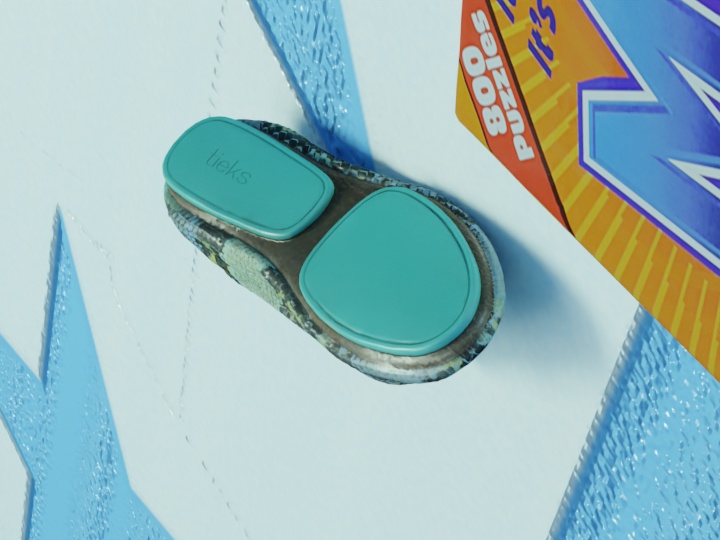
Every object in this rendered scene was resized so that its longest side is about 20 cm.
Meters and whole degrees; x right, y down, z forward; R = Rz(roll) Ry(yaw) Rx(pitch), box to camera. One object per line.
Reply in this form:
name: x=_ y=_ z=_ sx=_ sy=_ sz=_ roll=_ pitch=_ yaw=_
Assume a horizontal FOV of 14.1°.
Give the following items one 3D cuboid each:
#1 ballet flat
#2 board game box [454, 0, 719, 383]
ballet flat: x=0.000 y=0.000 z=1.072 sx=0.200 sy=0.074 sz=0.075 roll=39 pitch=144 yaw=50
board game box: x=0.155 y=-0.080 z=0.496 sx=0.200 sy=0.199 sz=0.201 roll=47 pitch=149 yaw=37
